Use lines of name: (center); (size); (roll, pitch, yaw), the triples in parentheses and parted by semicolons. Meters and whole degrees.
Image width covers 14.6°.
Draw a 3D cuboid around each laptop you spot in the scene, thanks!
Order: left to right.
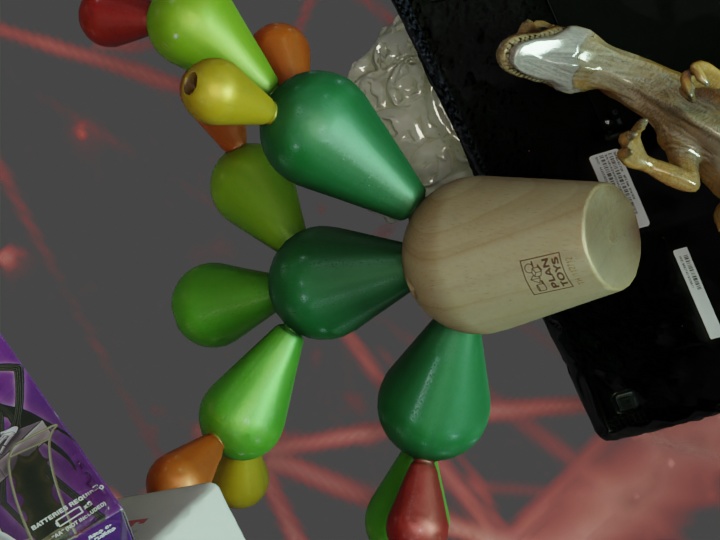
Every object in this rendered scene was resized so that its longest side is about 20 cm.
laptop: (0.136, -0.068, 0.842); (0.199, 0.103, 0.178); (-17, 114, 22)

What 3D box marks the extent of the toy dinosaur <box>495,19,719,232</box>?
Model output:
toy dinosaur: (0.129, -0.013, 0.786); (0.200, 0.106, 0.060); (43, 84, -10)

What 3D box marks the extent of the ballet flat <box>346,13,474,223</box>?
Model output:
ballet flat: (0.079, -0.082, 0.865); (0.200, 0.072, 0.072); (-30, 93, -2)

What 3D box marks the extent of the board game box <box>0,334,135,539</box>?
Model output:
board game box: (-0.173, 0.079, 0.741); (0.200, 0.032, 0.120); (-31, 51, -14)

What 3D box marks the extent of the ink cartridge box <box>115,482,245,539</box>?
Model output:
ink cartridge box: (-0.123, 0.149, 0.764); (0.145, 0.200, 0.084); (-13, 111, 38)

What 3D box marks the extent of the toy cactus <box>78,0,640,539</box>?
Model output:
toy cactus: (0.000, 0.000, 0.824); (0.165, 0.102, 0.201); (-9, 103, 37)
